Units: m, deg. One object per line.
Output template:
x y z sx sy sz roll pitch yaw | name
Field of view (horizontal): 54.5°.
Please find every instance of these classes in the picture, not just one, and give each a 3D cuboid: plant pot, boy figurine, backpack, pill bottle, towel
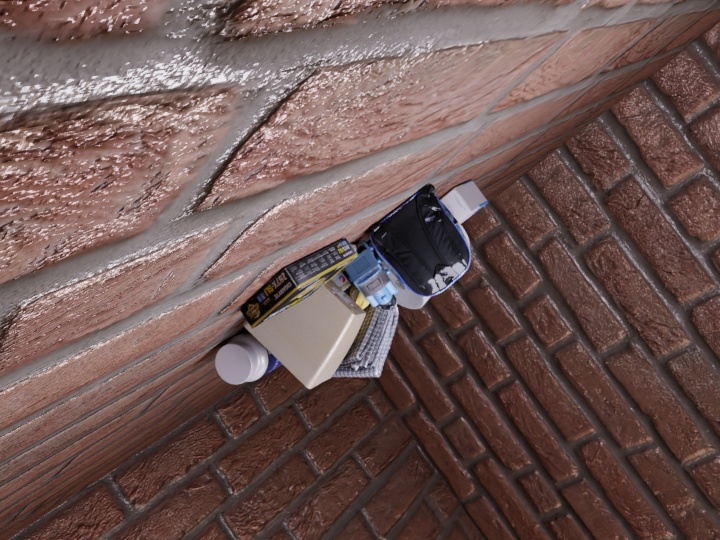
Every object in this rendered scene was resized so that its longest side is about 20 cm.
-0.103 0.114 1.535 0.177 0.200 0.200 -49 171 6 | plant pot
-0.049 0.104 1.666 0.200 0.064 0.124 -38 -151 8 | boy figurine
0.140 -0.051 1.523 0.183 0.200 0.147 -37 175 5 | backpack
-0.255 0.197 1.660 0.116 0.116 0.200 -37 175 20 | pill bottle
-0.012 0.158 1.697 0.165 0.086 0.201 -5 -130 37 | towel

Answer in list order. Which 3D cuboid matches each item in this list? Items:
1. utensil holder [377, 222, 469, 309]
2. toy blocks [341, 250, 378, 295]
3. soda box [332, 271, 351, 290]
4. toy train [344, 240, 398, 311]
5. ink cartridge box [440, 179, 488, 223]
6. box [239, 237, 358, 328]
0.145 -0.030 1.703 0.200 0.170 0.170 -49 -178 -28 | utensil holder
0.000 0.000 1.796 0.137 0.100 0.200 -47 -178 -27 | toy blocks
-0.112 0.067 1.712 0.068 0.064 0.200 -31 173 -46 | soda box
0.024 0.020 1.555 0.086 0.114 0.200 -33 141 2 | toy train
0.237 -0.152 1.943 0.200 0.086 0.146 -41 174 33 | ink cartridge box
-0.116 0.023 1.337 0.160 0.049 0.200 -37 176 37 | box
